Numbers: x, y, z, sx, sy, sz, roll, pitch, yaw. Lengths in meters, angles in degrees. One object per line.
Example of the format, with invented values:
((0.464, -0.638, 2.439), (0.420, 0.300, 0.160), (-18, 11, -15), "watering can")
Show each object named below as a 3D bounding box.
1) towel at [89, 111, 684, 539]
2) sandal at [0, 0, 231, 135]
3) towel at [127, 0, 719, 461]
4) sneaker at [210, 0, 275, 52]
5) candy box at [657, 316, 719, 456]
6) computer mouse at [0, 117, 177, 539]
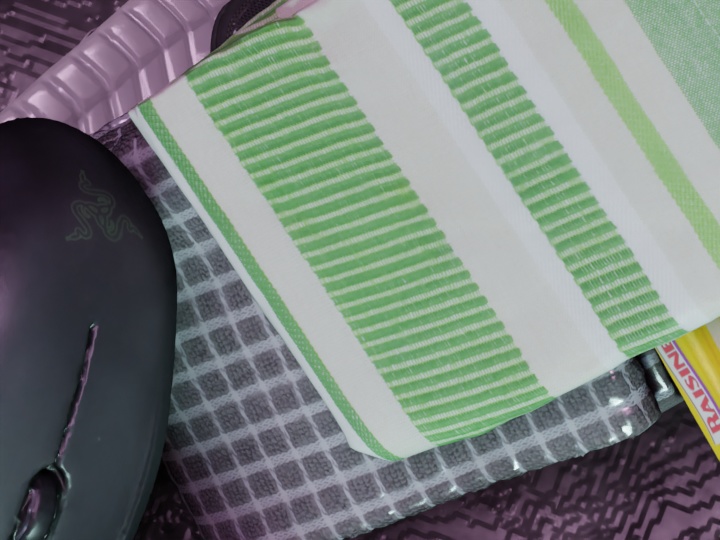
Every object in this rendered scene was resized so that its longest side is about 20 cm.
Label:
((0.000, 0.000, 0.925), (0.200, 0.086, 0.166), (-22, 99, 32), "towel")
((-0.074, -0.062, 1.021), (0.202, 0.050, 0.083), (-29, 95, -10), "sandal")
((0.039, -0.036, 0.827), (0.200, 0.023, 0.153), (-30, 95, 33), "towel")
((0.045, -0.074, 0.967), (0.199, 0.085, 0.075), (9, 84, 2), "sneaker")
((0.158, 0.040, 0.858), (0.102, 0.026, 0.200), (-28, 85, -21), "candy box")
((-0.095, 0.049, 0.858), (0.053, 0.138, 0.201), (-10, 74, 54), "computer mouse")
